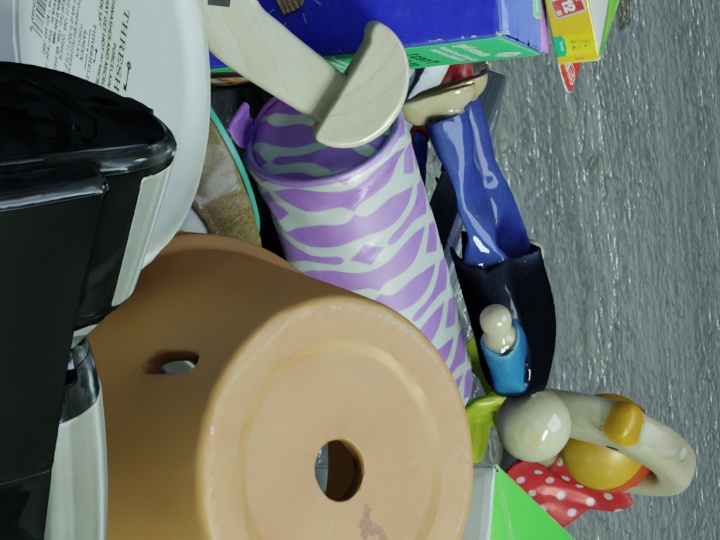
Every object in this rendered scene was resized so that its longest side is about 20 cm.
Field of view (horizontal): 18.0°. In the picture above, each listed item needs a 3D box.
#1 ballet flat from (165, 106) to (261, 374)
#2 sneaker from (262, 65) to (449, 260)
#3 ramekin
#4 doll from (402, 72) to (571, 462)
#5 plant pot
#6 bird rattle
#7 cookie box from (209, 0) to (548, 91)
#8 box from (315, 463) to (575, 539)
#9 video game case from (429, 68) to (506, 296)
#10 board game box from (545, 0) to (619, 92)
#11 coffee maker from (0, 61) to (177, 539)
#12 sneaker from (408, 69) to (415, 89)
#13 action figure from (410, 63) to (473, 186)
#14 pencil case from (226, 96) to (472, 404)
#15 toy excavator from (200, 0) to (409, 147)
[{"bbox_3d":[-0.081,0.001,1.091,0.072,0.067,0.201,-49,138,-34],"label":"ballet flat"},{"bbox_3d":[-0.034,-0.079,1.210,0.112,0.073,0.201,38,64,-29],"label":"sneaker"},{"bbox_3d":[-0.139,-0.079,0.891,0.200,0.104,0.202,-3,90,-67],"label":"ramekin"},{"bbox_3d":[0.072,0.001,1.177,0.136,0.048,0.202,-40,115,-72],"label":"doll"},{"bbox_3d":[-0.048,0.080,0.940,0.199,0.140,0.202,3,85,-38],"label":"plant pot"},{"bbox_3d":[0.141,0.118,1.485,0.200,0.162,0.113,49,60,-42],"label":"bird rattle"},{"bbox_3d":[-0.019,-0.178,1.070,0.075,0.198,0.173,-1,88,-67],"label":"cookie box"},{"bbox_3d":[0.015,0.168,1.131,0.200,0.175,0.097,46,46,-58],"label":"box"},{"bbox_3d":[0.044,-0.001,1.302,0.201,0.019,0.144,96,14,-58],"label":"video game case"},{"bbox_3d":[0.095,-0.191,1.061,0.096,0.030,0.201,-66,150,-55],"label":"board game box"},{"bbox_3d":[-0.150,0.045,0.741,0.192,0.134,0.202,-40,142,-61],"label":"coffee maker"},{"bbox_3d":[-0.012,-0.180,1.164,0.201,0.073,0.071,66,-30,23],"label":"sneaker"},{"bbox_3d":[0.019,-0.054,1.307,0.099,0.065,0.201,87,21,-70],"label":"action figure"},{"bbox_3d":[0.000,0.000,1.128,0.084,0.085,0.201,-58,146,-40],"label":"pencil case"},{"bbox_3d":[-0.069,-0.161,0.990,0.100,0.193,0.202,-122,-142,-81],"label":"toy excavator"}]
